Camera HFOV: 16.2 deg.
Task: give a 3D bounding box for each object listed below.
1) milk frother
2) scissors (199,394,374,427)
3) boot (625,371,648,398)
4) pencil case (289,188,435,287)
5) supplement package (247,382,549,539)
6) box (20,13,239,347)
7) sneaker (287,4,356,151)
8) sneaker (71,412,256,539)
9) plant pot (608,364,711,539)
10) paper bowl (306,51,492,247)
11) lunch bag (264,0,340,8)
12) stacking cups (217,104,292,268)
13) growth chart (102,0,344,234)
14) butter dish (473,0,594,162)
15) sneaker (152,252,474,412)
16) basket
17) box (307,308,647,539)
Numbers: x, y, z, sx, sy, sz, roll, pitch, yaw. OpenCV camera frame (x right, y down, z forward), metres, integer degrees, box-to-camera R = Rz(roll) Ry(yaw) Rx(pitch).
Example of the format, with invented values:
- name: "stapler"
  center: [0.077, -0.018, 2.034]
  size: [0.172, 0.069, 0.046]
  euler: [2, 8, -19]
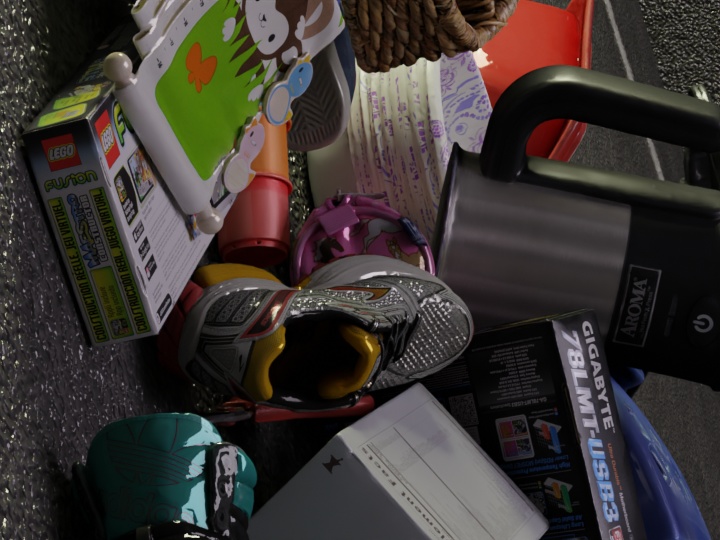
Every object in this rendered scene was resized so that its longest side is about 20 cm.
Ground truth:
- name: "milk frother"
  center: [0.141, -0.035, 1.541]
  size: [0.200, 0.187, 0.182]
  euler: [-93, -165, -85]
- name: "scissors"
  center: [-0.069, 0.076, 1.311]
  size: [0.200, 0.073, 0.014]
  euler: [-5, 96, -52]
- name: "boot"
  center: [0.133, 0.065, 1.769]
  size: [0.068, 0.130, 0.201]
  euler: [-22, 138, -57]
- name: "pencil case"
  center: [0.000, 0.000, 1.465]
  size: [0.087, 0.082, 0.200]
  euler: [-63, 180, 0]
- name: "supplement package"
  center: [0.009, 0.145, 1.315]
  size: [0.114, 0.110, 0.200]
  euler: [47, 13, 6]
- name: "box"
  center: [-0.108, -0.052, 1.245]
  size: [0.200, 0.035, 0.111]
  euler: [-67, 142, -67]
- name: "sneaker"
  center: [-0.047, -0.176, 1.537]
  size: [0.085, 0.074, 0.201]
  euler: [-68, 150, -73]
- name: "sneaker"
  center: [-0.087, 0.122, 1.069]
  size: [0.200, 0.083, 0.122]
  euler: [22, 62, -83]
- name: "plant pot"
  center: [0.106, 0.136, 1.630]
  size: [0.200, 0.199, 0.181]
  euler: [38, 35, -70]
- name: "paper bowl"
  center: [0.031, -0.058, 1.666]
  size: [0.201, 0.104, 0.202]
  euler: [-12, 90, -77]
- name: "lunch bag"
  center: [-0.086, -0.209, 1.311]
  size: [0.160, 0.075, 0.201]
  euler: [25, 40, -61]
- name: "stacking cups"
  center: [-0.061, -0.102, 1.421]
  size: [0.061, 0.060, 0.201]
  euler: [46, 34, -65]
- name: "growth chart"
  center: [-0.053, -0.129, 1.232]
  size: [0.201, 0.018, 0.145]
  euler: [-61, 143, -16]
- name: "butter dish"
  center: [0.075, -0.118, 1.842]
  size: [0.200, 0.147, 0.200]
  euler: [-78, -166, -54]
- name: "sneaker"
  center: [-0.011, 0.042, 1.298]
  size: [0.199, 0.082, 0.078]
  euler: [-5, 115, -46]
- name: "basket"
  center: [0.049, -0.218, 1.439]
  size: [0.200, 0.148, 0.143]
  euler: [76, 4, -50]
- name: "box"
  center: [0.067, 0.135, 1.455]
  size: [0.050, 0.199, 0.200]
  euler: [-14, 91, -49]
